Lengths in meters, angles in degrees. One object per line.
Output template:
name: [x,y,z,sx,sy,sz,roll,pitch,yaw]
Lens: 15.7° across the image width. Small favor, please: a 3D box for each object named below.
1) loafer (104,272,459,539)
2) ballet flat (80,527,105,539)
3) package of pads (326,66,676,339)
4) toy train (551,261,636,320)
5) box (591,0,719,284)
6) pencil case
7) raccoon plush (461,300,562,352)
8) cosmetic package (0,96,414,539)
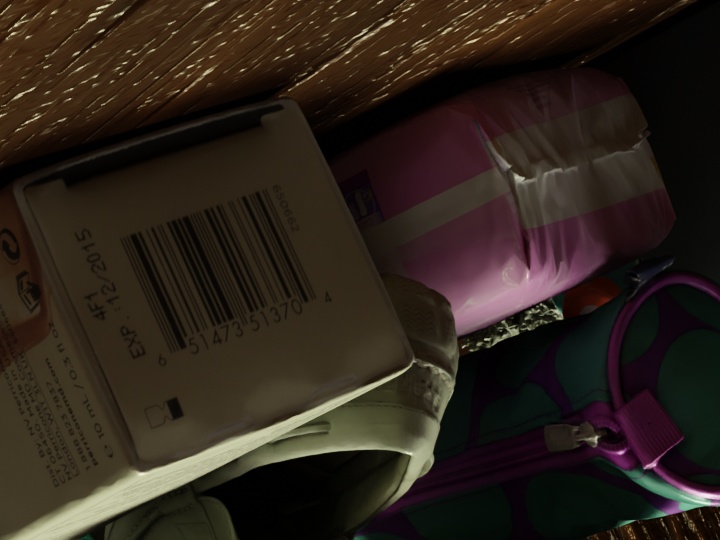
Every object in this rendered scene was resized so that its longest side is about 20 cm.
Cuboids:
loafer: [-0.032,0.072,0.844,0.070,0.070,0.200,14,144,-20]
ballet flat: [-0.089,0.120,1.068,0.200,0.067,0.067,-30,146,14]
package of pads: [0.000,0.000,0.906,0.200,0.076,0.120,-26,173,32]
toy train: [0.133,0.000,1.036,0.200,0.150,0.056,-1,132,-35]
box: [0.212,-0.072,0.940,0.182,0.104,0.200,-16,171,-46]
pencil case: [0.058,0.063,0.931,0.092,0.085,0.200,-15,173,-41]
raccoon plush: [0.097,-0.028,1.224,0.134,0.097,0.200,-10,147,6]
cosmetic package: [-0.088,0.031,0.767,0.103,0.087,0.200,-21,174,-38]
